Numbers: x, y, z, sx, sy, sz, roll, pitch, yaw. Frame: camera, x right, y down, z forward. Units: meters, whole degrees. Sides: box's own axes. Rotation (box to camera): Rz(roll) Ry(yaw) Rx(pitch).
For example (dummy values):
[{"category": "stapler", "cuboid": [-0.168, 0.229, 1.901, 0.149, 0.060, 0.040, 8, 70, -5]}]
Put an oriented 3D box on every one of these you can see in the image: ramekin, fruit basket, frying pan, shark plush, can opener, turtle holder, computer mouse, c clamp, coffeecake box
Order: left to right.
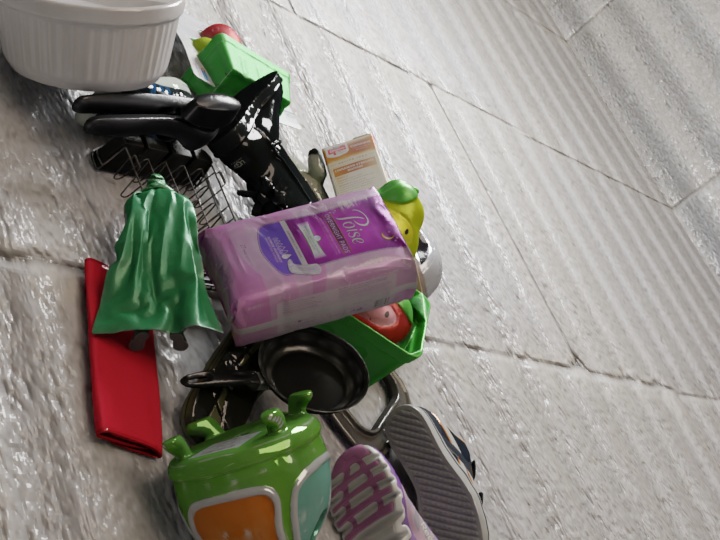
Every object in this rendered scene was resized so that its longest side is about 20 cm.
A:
[{"category": "ramekin", "cuboid": [-0.290, -0.258, 1.153, 0.201, 0.095, 0.203, 8, 24, -4]}, {"category": "can opener", "cuboid": [-0.222, -0.169, 1.161, 0.200, 0.079, 0.063, -6, 51, -47]}, {"category": "fruit basket", "cuboid": [-0.180, -0.274, 1.462, 0.185, 0.094, 0.200, 24, 21, -43]}, {"category": "turtle holder", "cuboid": [-0.092, 0.189, 0.963, 0.185, 0.140, 0.132, 166, -93, -80]}, {"category": "frying pan", "cuboid": [-0.071, 0.112, 1.046, 0.115, 0.031, 0.190, 40, 41, 21]}, {"category": "shark plush", "cuboid": [-0.050, -0.072, 1.413, 0.200, 0.091, 0.083, 52, -4, 12]}, {"category": "c clamp", "cuboid": [-0.010, 0.131, 1.257, 0.171, 0.027, 0.200, 52, 27, 3]}, {"category": "fruit basket", "cuboid": [0.000, 0.000, 1.214, 0.216, 0.215, 0.156, 44, 26, -14]}, {"category": "coffeecake box", "cuboid": [0.018, -0.049, 1.401, 0.154, 0.073, 0.201, 72, 1, -53]}, {"category": "computer mouse", "cuboid": [0.081, -0.032, 1.506, 0.200, 0.044, 0.110, -108, -174, -53]}]

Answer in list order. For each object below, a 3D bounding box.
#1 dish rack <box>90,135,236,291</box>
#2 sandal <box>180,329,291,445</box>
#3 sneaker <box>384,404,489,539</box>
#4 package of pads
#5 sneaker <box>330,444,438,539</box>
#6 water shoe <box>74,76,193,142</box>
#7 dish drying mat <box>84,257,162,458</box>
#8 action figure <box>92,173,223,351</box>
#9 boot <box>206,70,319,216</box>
[{"category": "dish rack", "cuboid": [-0.194, -0.058, 1.181, 0.153, 0.055, 0.201, 5, 53, -53]}, {"category": "sandal", "cuboid": [-0.126, 0.104, 1.085, 0.080, 0.057, 0.201, 53, 41, -9]}, {"category": "sneaker", "cuboid": [0.099, 0.245, 1.228, 0.079, 0.078, 0.201, 18, 46, -61]}, {"category": "package of pads", "cuboid": [-0.053, -0.005, 1.089, 0.199, 0.076, 0.121, -15, 51, -18]}, {"category": "sneaker", "cuboid": [0.039, 0.271, 1.110, 0.201, 0.080, 0.088, 62, 22, 11]}, {"category": "water shoe", "cuboid": [-0.239, -0.176, 1.235, 0.079, 0.071, 0.200, 55, 27, 3]}, {"category": "dish drying mat", "cuboid": [-0.221, 0.078, 1.004, 0.077, 0.018, 0.201, 28, 34, -40]}, {"category": "action figure", "cuboid": [-0.196, -0.016, 1.053, 0.118, 0.055, 0.201, 4, 53, -15]}, {"category": "boot", "cuboid": [-0.103, -0.135, 1.325, 0.163, 0.073, 0.199, 54, 29, -24]}]
